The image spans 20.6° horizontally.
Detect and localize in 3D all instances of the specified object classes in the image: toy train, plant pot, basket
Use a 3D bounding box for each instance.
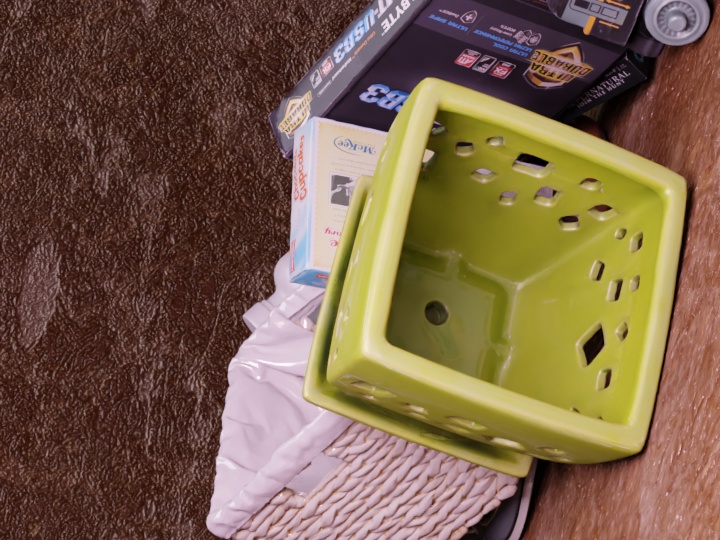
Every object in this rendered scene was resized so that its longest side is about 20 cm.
[{"bbox_3d":[0.206,-0.241,1.371,0.085,0.114,0.200,-81,9,-52],"label":"toy train"},{"bbox_3d":[0.076,0.019,1.294,0.181,0.199,0.200,141,146,-64],"label":"plant pot"},{"bbox_3d":[0.007,0.106,1.494,0.198,0.161,0.200,-45,25,35],"label":"basket"}]

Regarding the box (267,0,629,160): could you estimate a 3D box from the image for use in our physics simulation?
[{"bbox_3d":[0.067,-0.141,1.465,0.199,0.200,0.050,-45,51,31],"label":"box"}]

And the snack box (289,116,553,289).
[{"bbox_3d":[0.047,-0.033,1.428,0.037,0.200,0.116,-34,50,58],"label":"snack box"}]

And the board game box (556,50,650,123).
[{"bbox_3d":[0.152,-0.161,1.593,0.200,0.028,0.135,-29,31,37],"label":"board game box"}]

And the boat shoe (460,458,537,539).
[{"bbox_3d":[0.089,0.180,1.534,0.200,0.062,0.073,120,166,-68],"label":"boat shoe"}]

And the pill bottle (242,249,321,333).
[{"bbox_3d":[0.000,0.000,1.645,0.200,0.104,0.104,-41,1,-9],"label":"pill bottle"}]

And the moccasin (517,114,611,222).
[{"bbox_3d":[0.154,-0.076,1.583,0.201,0.078,0.074,-81,10,-56],"label":"moccasin"}]
